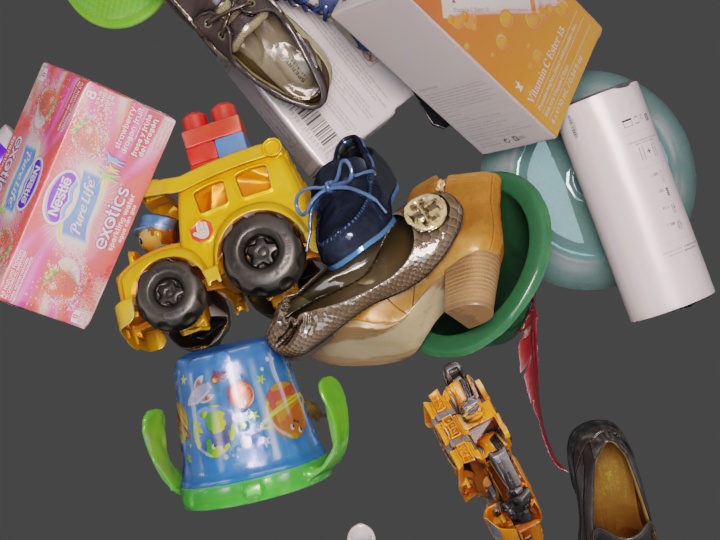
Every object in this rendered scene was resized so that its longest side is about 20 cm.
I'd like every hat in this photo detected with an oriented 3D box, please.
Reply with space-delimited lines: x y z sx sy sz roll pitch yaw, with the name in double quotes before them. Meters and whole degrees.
"hat" 0.140 0.035 1.478 0.176 0.165 0.201 31 92 -42

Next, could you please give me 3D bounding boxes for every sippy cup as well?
"sippy cup" -0.103 0.129 1.423 0.177 0.140 0.131 -13 91 -7

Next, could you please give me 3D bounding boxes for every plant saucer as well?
"plant saucer" 0.209 -0.082 1.480 0.199 0.036 0.201 0 90 0

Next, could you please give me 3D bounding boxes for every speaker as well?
"speaker" 0.239 -0.059 1.422 0.081 0.081 0.201 -21 90 -1

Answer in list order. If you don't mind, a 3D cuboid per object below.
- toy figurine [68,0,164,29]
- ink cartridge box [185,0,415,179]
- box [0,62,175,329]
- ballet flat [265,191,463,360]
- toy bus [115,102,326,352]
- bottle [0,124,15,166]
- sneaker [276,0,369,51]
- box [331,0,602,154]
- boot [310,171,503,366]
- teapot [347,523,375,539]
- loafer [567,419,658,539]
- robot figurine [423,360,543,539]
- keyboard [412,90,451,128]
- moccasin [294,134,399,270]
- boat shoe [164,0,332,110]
"toy figurine" -0.240 -0.292 1.364 0.199 0.184 0.151 -17 84 31
"ink cartridge box" -0.037 -0.212 1.476 0.173 0.044 0.200 -39 90 -21
"box" -0.256 -0.065 1.415 0.094 0.102 0.201 23 92 -38
"ballet flat" 0.000 0.000 1.362 0.200 0.046 0.067 -37 46 5
"toy bus" -0.133 -0.041 1.438 0.199 0.136 0.193 -21 77 2
"bottle" -0.370 -0.044 1.459 0.084 0.065 0.200 44 89 3
"sneaker" -0.060 -0.256 1.426 0.088 0.075 0.200 -39 80 -12
"box" 0.093 -0.212 1.389 0.200 0.097 0.125 39 63 -29
"boot" 0.038 -0.004 1.421 0.200 0.071 0.145 -18 51 30
"teapot" 0.003 0.349 1.422 0.200 0.146 0.197 44 90 -1
"loafer" 0.230 0.236 1.460 0.072 0.072 0.201 -17 91 -2
"robot figurine" 0.105 0.166 1.387 0.058 0.200 0.145 -27 53 -2
"keyboard" 0.065 -0.236 1.464 0.104 0.040 0.201 -30 92 -20
"moccasin" -0.016 -0.058 1.353 0.080 0.200 0.068 -31 104 11
"boat shoe" -0.097 -0.210 1.372 0.200 0.065 0.073 37 99 -21
